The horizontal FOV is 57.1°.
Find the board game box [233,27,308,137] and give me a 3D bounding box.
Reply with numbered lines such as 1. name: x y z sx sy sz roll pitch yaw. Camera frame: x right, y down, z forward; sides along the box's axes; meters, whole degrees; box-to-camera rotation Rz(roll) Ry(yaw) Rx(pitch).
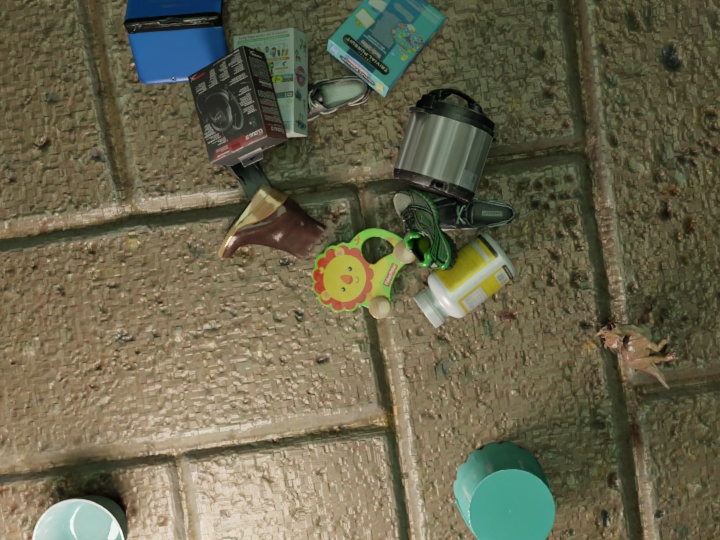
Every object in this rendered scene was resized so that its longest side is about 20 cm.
1. board game box: -0.180 -0.371 1.330 0.146 0.064 0.203 3 96 26

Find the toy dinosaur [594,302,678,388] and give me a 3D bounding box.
1. toy dinosaur: 0.568 0.161 1.370 0.134 0.086 0.201 -23 110 14

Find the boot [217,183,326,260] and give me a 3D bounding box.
1. boot: -0.188 -0.064 1.380 0.166 0.073 0.200 35 112 -15

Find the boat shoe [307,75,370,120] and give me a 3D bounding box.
1. boat shoe: -0.076 -0.353 1.355 0.197 0.060 0.075 -9 96 3

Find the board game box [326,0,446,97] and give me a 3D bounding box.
1. board game box: 0.052 -0.473 1.321 0.151 0.047 0.201 39 78 -1

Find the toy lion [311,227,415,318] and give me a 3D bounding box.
1. toy lion: 0.000 0.000 1.387 0.190 0.069 0.202 26 95 7

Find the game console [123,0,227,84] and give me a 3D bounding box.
1. game console: -0.373 -0.498 1.375 0.197 0.119 0.173 -3 64 2

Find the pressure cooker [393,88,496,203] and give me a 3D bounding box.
1. pressure cooker: 0.170 -0.249 1.296 0.177 0.176 0.202 18 95 7

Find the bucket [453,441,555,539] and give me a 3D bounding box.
1. bucket: 0.301 0.474 1.373 0.204 0.135 0.210 0 95 2

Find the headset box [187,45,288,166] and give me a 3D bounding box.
1. headset box: -0.237 -0.306 1.287 0.148 0.077 0.202 -18 86 28

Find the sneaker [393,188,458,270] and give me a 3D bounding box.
1. sneaker: 0.117 -0.088 1.318 0.078 0.084 0.201 -55 50 36

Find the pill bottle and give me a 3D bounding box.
1. pill bottle: 0.209 0.024 1.351 0.199 0.112 0.112 -38 93 4

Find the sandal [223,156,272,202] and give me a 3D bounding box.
1. sandal: -0.243 -0.216 1.380 0.076 0.043 0.201 -37 93 4

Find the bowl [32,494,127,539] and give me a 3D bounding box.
1. bowl: -0.586 0.570 1.425 0.198 0.105 0.204 0 94 1

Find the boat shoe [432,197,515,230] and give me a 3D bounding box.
1. boat shoe: 0.218 -0.115 1.360 0.197 0.068 0.073 3 95 4
